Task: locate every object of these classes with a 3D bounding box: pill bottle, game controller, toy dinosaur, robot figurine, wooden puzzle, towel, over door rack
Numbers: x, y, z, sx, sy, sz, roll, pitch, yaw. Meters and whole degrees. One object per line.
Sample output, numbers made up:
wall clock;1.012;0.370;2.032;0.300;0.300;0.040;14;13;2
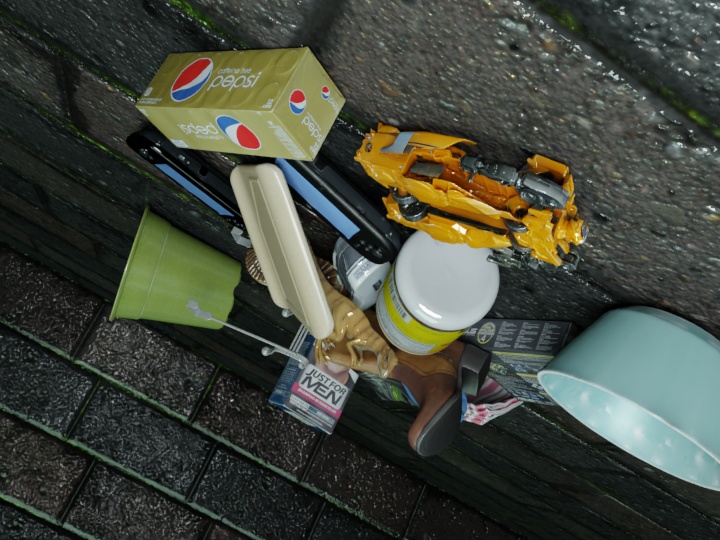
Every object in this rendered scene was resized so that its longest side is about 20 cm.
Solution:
pill bottle;0.076;0.029;0.786;0.107;0.111;0.200;27;162;1
game controller;-0.041;-0.080;0.725;0.199;0.042;0.104;43;159;-6
toy dinosaur;-0.026;0.053;0.874;0.201;0.107;0.060;49;-149;15
robot figurine;0.097;-0.062;0.593;0.196;0.059;0.145;18;160;30
wooden puzzle;-0.087;-0.031;0.798;0.199;0.037;0.189;18;128;69
towel;0.153;0.179;1.099;0.197;0.031;0.144;10;-164;43
game controller;-0.207;-0.110;0.907;0.199;0.043;0.103;39;159;-29
over door rack;-0.137;0.042;1.071;0.196;0.150;0.067;25;157;7

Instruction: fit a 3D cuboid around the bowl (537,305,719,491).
bowl;0.283;0.110;0.685;0.199;0.106;0.201;34;169;8

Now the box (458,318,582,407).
box;0.233;0.123;0.910;0.160;0.050;0.198;36;160;-25

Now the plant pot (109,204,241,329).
plant pot;-0.310;0.015;1.231;0.186;0.205;0.199;18;165;-18

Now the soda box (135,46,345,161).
soda box;-0.112;-0.151;0.639;0.197;0.069;0.064;13;157;39

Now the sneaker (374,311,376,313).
sneaker;0.057;0.095;1.056;0.087;0.082;0.201;24;153;13

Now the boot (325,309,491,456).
boot;0.040;0.125;0.876;0.196;0.189;0.070;18;134;24

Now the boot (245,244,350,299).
boot;-0.083;0.017;1.003;0.198;0.076;0.107;31;169;40

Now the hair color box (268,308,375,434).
hair color box;-0.051;0.138;1.112;0.099;0.203;0.060;34;161;-26

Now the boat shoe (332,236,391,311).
boat shoe;0.000;0.000;0.891;0.068;0.071;0.200;51;178;13

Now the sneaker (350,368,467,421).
sneaker;0.062;0.147;0.976;0.197;0.071;0.083;25;157;26
